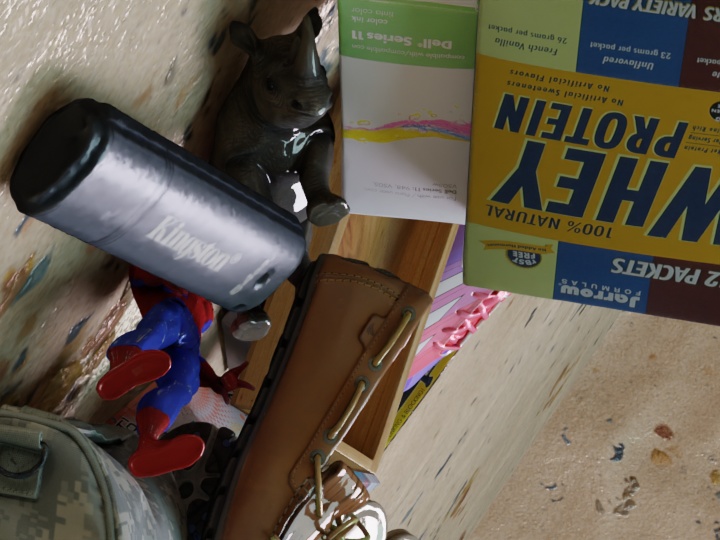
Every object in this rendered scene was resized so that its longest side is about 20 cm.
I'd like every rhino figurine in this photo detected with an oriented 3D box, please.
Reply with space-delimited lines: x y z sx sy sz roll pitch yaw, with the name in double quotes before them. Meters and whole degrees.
"rhino figurine" -0.040 -0.055 1.138 0.060 0.088 0.200 -8 148 -14

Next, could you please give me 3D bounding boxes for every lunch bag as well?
"lunch bag" -0.144 0.145 1.057 0.200 0.139 0.168 54 51 -81

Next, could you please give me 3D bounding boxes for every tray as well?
"tray" 0.000 0.000 1.326 0.099 0.037 0.201 36 67 -47

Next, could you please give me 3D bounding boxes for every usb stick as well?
"usb stick" -0.081 -0.024 1.017 0.056 0.033 0.200 -51 154 5

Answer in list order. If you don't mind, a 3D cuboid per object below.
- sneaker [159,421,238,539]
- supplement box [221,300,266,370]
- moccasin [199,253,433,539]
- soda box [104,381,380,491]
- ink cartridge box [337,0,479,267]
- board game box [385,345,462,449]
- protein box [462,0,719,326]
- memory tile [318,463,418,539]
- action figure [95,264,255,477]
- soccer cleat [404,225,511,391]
"sneaker" -0.122 0.163 1.199 0.200 0.077 0.085 -34 148 3
"supplement box" -0.003 -0.016 1.446 0.200 0.061 0.109 -56 169 -17
"moccasin" -0.023 0.095 1.124 0.074 0.078 0.202 120 -7 -80
"soda box" -0.066 0.106 1.328 0.064 0.068 0.200 -39 161 16
"ink cartridge box" 0.028 -0.103 1.154 0.200 0.067 0.117 89 8 -54
"board game box" 0.024 0.046 1.604 0.166 0.057 0.200 -53 -176 15
"protein box" 0.132 -0.119 1.112 0.200 0.134 0.199 90 11 -48
"memory tile" -0.043 0.210 1.316 0.200 0.017 0.153 -59 144 -11
"action figure" -0.085 0.032 1.109 0.052 0.066 0.200 -24 -164 5
"soccer cleat" 0.067 0.001 1.439 0.200 0.076 0.067 -63 169 21
